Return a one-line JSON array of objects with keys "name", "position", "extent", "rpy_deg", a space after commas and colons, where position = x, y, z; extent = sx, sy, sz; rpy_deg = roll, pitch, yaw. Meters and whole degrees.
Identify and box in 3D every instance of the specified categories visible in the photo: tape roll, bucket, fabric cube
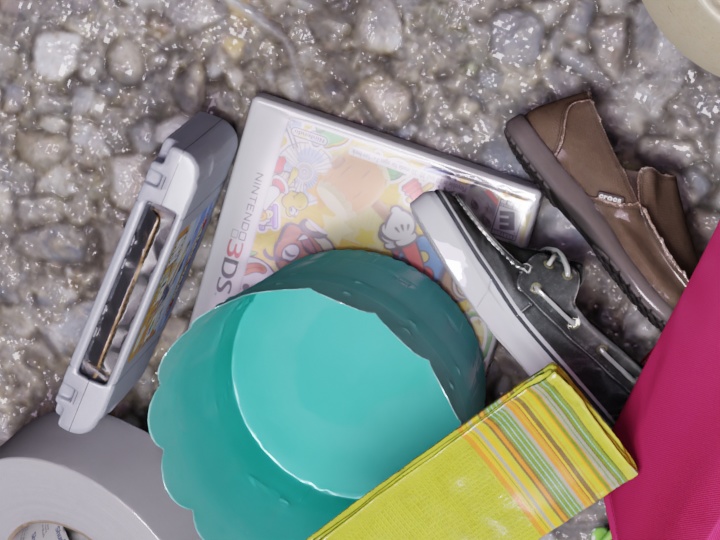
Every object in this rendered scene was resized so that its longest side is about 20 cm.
[{"name": "tape roll", "position": [-0.174, 0.192, 1.811], "extent": [0.200, 0.066, 0.200], "rpy_deg": [17, 127, 24]}, {"name": "bucket", "position": [-0.020, 0.089, 1.732], "extent": [0.207, 0.135, 0.207], "rpy_deg": [4, 106, 15]}, {"name": "fabric cube", "position": [0.276, 0.116, 1.613], "extent": [0.200, 0.196, 0.199], "rpy_deg": [15, 121, -15]}]

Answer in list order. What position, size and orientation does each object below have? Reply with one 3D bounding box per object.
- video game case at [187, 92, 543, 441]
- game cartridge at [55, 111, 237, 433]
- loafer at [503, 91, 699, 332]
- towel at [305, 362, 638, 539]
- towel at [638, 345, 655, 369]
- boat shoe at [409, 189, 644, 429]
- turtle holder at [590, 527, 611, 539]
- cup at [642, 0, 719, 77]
[{"name": "video game case", "position": [0.000, 0.000, 1.792], "extent": [0.200, 0.023, 0.182], "rpy_deg": [19, 106, 8]}, {"name": "game cartridge", "position": [-0.136, -0.001, 1.765], "extent": [0.042, 0.133, 0.200], "rpy_deg": [26, 107, 7]}, {"name": "loafer", "position": [0.174, -0.033, 1.709], "extent": [0.071, 0.073, 0.200], "rpy_deg": [-39, 84, 0]}, {"name": "towel", "position": [0.064, 0.143, 1.647], "extent": [0.200, 0.018, 0.086], "rpy_deg": [-37, 100, 16]}, {"name": "towel", "position": [0.273, 0.061, 1.743], "extent": [0.144, 0.023, 0.200], "rpy_deg": [41, 109, 0]}, {"name": "boat shoe", "position": [0.112, 0.017, 1.733], "extent": [0.071, 0.072, 0.200], "rpy_deg": [-39, 104, 4]}, {"name": "turtle holder", "position": [0.205, 0.248, 1.736], "extent": [0.141, 0.132, 0.186], "rpy_deg": [5, 114, 6]}, {"name": "cup", "position": [0.249, -0.197, 1.629], "extent": [0.200, 0.143, 0.200], "rpy_deg": [3, 102, 13]}]
